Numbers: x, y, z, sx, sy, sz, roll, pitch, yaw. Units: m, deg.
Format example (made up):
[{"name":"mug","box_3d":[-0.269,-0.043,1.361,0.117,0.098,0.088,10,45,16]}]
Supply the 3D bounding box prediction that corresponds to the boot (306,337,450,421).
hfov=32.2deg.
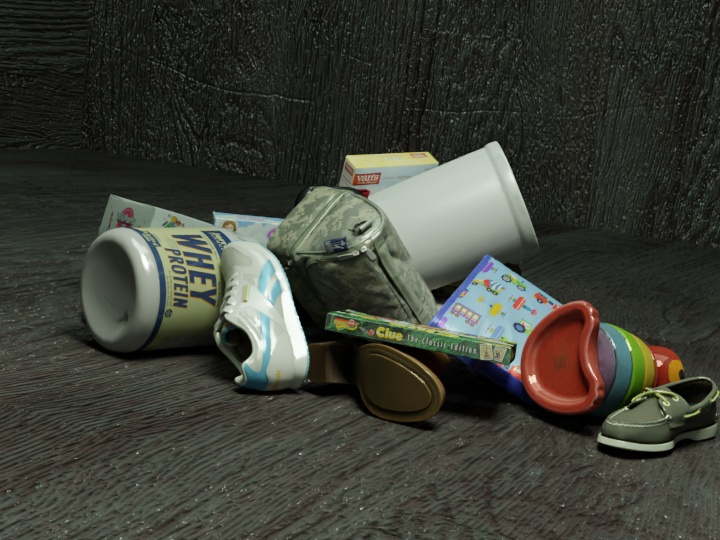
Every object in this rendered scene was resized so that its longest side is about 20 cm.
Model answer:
[{"name":"boot","box_3d":[0.050,0.116,1.367,0.200,0.077,0.155,5,1,43]}]

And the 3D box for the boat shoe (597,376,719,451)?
[{"name":"boat shoe","box_3d":[0.317,0.151,1.322,0.072,0.060,0.202,15,12,42]}]

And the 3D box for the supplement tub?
[{"name":"supplement tub","box_3d":[-0.216,0.021,1.492,0.200,0.145,0.145,-3,13,-44]}]

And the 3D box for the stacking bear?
[{"name":"stacking bear","box_3d":[0.288,0.114,1.405,0.200,0.122,0.114,12,-20,-37]}]

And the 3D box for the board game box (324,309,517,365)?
[{"name":"board game box","box_3d":[0.069,0.072,1.360,0.200,0.023,0.105,11,4,10]}]

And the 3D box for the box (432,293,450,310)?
[{"name":"box","box_3d":[0.042,0.050,1.829,0.200,0.041,0.156,9,8,23]}]

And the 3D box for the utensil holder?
[{"name":"utensil holder","box_3d":[0.129,-0.070,1.763,0.200,0.170,0.170,-20,8,4]}]

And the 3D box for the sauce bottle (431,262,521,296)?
[{"name":"sauce bottle","box_3d":[0.136,0.006,1.850,0.200,0.066,0.066,11,10,21]}]

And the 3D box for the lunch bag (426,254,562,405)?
[{"name":"lunch bag","box_3d":[0.166,0.080,1.486,0.151,0.094,0.200,34,24,9]}]

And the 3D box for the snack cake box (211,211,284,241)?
[{"name":"snack cake box","box_3d":[-0.133,-0.022,1.923,0.200,0.115,0.067,5,9,-10]}]

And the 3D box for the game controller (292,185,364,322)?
[{"name":"game controller","box_3d":[-0.052,-0.019,1.703,0.104,0.200,0.042,-2,24,-33]}]

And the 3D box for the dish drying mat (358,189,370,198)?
[{"name":"dish drying mat","box_3d":[-0.052,-0.032,1.800,0.018,0.200,0.077,42,32,27]}]

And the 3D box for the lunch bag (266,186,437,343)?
[{"name":"lunch bag","box_3d":[0.000,0.000,1.597,0.168,0.200,0.139,15,56,47]}]

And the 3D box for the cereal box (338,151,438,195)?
[{"name":"cereal box","box_3d":[0.026,-0.081,1.860,0.144,0.200,0.040,-5,37,-29]}]

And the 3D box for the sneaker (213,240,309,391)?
[{"name":"sneaker","box_3d":[-0.123,0.044,1.384,0.081,0.077,0.200,-1,48,-30]}]

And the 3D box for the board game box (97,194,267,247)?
[{"name":"board game box","box_3d":[-0.236,-0.042,1.716,0.200,0.064,0.147,18,-1,-37]}]
